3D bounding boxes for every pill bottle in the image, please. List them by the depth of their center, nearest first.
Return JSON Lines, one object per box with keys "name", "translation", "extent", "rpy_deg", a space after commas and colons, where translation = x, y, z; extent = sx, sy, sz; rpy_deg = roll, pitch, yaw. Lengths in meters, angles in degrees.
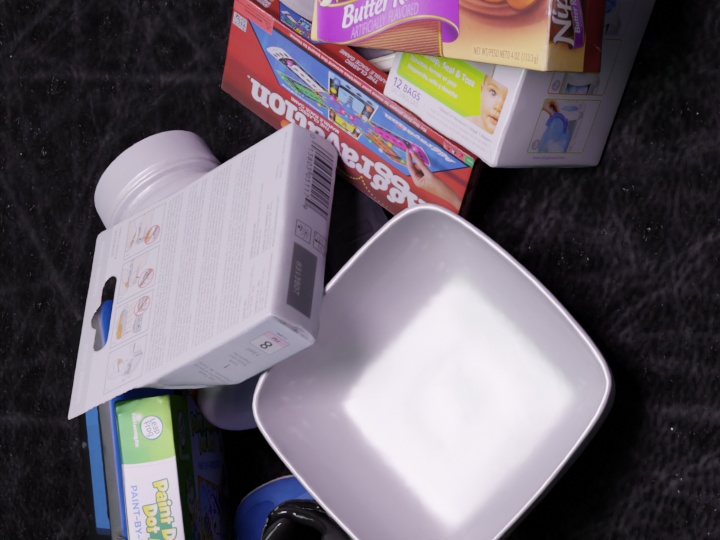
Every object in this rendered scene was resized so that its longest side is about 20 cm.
{"name": "pill bottle", "translation": [-0.107, 0.004, 1.712], "extent": [0.201, 0.113, 0.114], "rpy_deg": [56, 128, 29]}

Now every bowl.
{"name": "bowl", "translation": [0.054, 0.081, 1.530], "extent": [0.200, 0.075, 0.200], "rpy_deg": [45, 101, 22]}

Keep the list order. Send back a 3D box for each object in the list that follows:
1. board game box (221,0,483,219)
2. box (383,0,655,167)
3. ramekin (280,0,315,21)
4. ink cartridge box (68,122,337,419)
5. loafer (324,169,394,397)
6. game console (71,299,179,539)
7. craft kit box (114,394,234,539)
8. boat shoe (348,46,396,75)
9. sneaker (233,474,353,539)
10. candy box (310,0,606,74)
{"name": "board game box", "translation": [-0.007, -0.102, 1.589], "extent": [0.199, 0.019, 0.103], "rpy_deg": [36, 148, 15]}
{"name": "box", "translation": [0.111, -0.178, 1.483], "extent": [0.112, 0.101, 0.201], "rpy_deg": [36, 117, 39]}
{"name": "ramekin", "translation": [-0.009, -0.264, 1.548], "extent": [0.094, 0.201, 0.204], "rpy_deg": [36, 117, 52]}
{"name": "ink cartridge box", "translation": [-0.105, 0.009, 1.601], "extent": [0.199, 0.057, 0.164], "rpy_deg": [-31, 40, 38]}
{"name": "loafer", "translation": [0.000, 0.000, 1.645], "extent": [0.063, 0.071, 0.201], "rpy_deg": [101, 150, -72]}
{"name": "game console", "translation": [-0.197, 0.130, 1.818], "extent": [0.117, 0.171, 0.202], "rpy_deg": [-8, 85, 20]}
{"name": "craft kit box", "translation": [-0.125, 0.189, 1.694], "extent": [0.048, 0.200, 0.199], "rpy_deg": [-10, 86, 5]}
{"name": "boat shoe", "translation": [-0.012, -0.157, 1.638], "extent": [0.199, 0.071, 0.065], "rpy_deg": [-4, 93, 52]}
{"name": "sneaker", "translation": [-0.047, 0.187, 1.657], "extent": [0.199, 0.111, 0.078], "rpy_deg": [7, 97, 47]}
{"name": "candy box", "translation": [0.059, -0.185, 1.423], "extent": [0.199, 0.056, 0.118], "rpy_deg": [14, 102, 44]}
